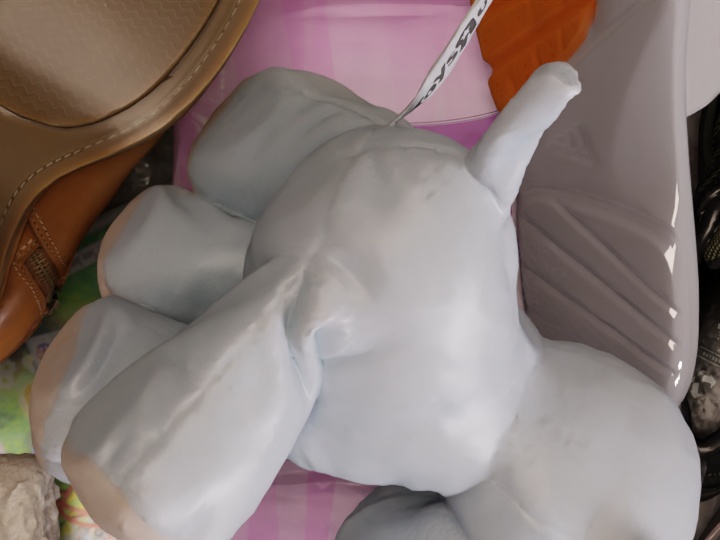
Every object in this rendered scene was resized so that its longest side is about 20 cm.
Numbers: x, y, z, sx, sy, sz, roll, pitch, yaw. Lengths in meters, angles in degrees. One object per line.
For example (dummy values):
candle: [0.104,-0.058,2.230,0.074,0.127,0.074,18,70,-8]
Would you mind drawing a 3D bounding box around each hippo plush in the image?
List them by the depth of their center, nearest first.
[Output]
hippo plush: [0.020,0.029,0.710,0.200,0.159,0.161,-42,115,13]

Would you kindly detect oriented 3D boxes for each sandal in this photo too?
sandal: [0.081,-0.058,0.754,0.079,0.059,0.208,6,106,40]

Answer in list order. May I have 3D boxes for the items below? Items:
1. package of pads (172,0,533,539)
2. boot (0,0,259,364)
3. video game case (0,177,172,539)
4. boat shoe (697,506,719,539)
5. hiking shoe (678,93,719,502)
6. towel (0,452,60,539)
package of pads: [0.000,0.000,0.801,0.120,0.076,0.201,-1,85,6]
boot: [-0.098,-0.041,0.775,0.074,0.155,0.200,42,90,2]
video game case: [-0.044,0.059,0.848,0.199,0.022,0.183,-27,83,1]
boat shoe: [0.138,0.106,0.821,0.067,0.057,0.200,41,92,-25]
hiking shoe: [0.141,-0.018,0.792,0.075,0.101,0.201,21,85,-4]
towel: [-0.161,0.161,0.831,0.132,0.034,0.201,-1,88,11]
